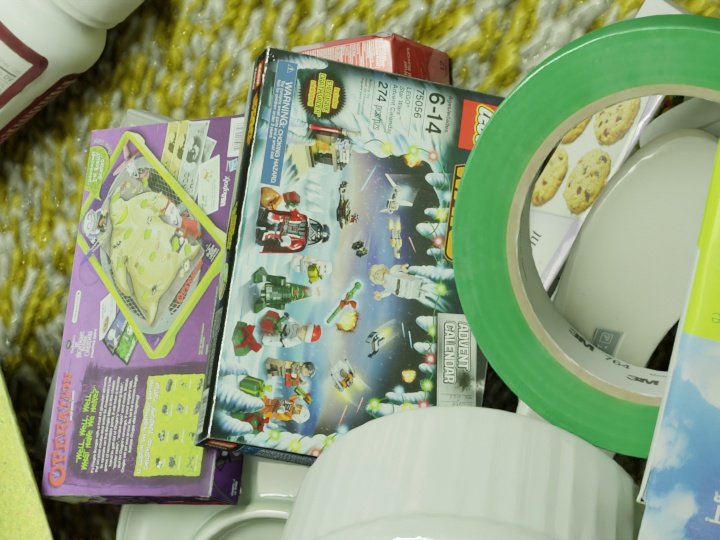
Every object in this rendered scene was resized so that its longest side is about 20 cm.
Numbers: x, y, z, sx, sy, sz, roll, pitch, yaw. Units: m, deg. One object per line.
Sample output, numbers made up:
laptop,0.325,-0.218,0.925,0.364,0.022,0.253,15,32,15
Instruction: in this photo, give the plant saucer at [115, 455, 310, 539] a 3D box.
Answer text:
plant saucer,-0.037,0.163,1.290,0.199,0.050,0.201,4,108,13

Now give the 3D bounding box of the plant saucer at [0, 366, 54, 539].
plant saucer,-0.220,0.107,1.387,0.048,0.200,0.201,-14,70,-16

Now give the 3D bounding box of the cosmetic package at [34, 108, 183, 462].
cosmetic package,-0.093,0.021,1.374,0.106,0.090,0.201,15,95,35

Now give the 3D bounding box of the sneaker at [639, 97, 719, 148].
sneaker,0.229,-0.037,1.190,0.199,0.074,0.116,-13,75,29

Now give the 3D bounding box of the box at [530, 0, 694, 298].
box,0.119,-0.044,1.278,0.041,0.039,0.201,38,104,32

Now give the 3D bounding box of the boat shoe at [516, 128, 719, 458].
boat shoe,0.127,0.012,1.232,0.072,0.069,0.201,11,117,-9

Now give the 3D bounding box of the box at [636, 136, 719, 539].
box,0.197,0.041,1.098,0.121,0.048,0.201,13,103,8

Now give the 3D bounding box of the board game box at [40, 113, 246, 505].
board game box,-0.103,0.021,1.298,0.120,0.032,0.201,-2,75,33

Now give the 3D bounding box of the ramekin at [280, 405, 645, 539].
ramekin,0.050,0.155,1.168,0.200,0.201,0.098,-19,37,28

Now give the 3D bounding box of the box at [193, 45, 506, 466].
box,0.000,0.000,1.251,0.040,0.136,0.201,147,132,-72

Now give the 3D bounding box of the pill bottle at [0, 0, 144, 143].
pill bottle,-0.221,-0.139,1.458,0.200,0.114,0.115,-37,66,22

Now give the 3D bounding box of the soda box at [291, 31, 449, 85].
soda box,0.010,-0.020,1.324,0.063,0.070,0.201,-7,81,29

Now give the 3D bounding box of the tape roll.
tape roll,0.143,-0.015,1.147,0.199,0.048,0.202,3,103,12
